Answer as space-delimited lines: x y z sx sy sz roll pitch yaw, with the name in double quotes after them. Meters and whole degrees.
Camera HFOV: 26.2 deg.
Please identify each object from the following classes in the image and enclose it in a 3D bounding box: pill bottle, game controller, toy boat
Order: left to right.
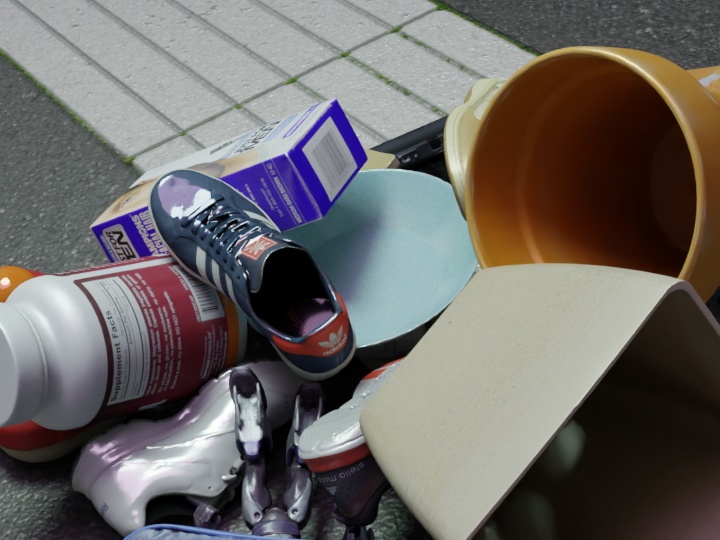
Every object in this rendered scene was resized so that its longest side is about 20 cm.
-0.269 0.052 1.241 0.130 0.131 0.200 -30 39 -22 "toy boat"
-0.190 0.053 1.134 0.200 0.113 0.113 -12 26 -44 "pill bottle"
0.067 -0.113 1.415 0.200 0.042 0.104 -24 0 -16 "game controller"

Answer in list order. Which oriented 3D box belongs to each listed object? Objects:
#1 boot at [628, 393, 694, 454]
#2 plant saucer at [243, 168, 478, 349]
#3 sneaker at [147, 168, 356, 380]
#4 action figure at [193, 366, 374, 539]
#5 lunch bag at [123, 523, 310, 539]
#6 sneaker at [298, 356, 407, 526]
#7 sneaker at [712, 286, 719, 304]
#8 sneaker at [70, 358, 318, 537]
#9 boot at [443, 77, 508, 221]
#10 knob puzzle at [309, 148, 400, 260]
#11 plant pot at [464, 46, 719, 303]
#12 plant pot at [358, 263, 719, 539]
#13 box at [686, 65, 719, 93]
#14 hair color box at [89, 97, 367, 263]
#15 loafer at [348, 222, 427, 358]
0.155 0.094 1.112 0.144 0.072 0.200 -22 36 1 "boot"
0.000 0.000 1.207 0.201 0.039 0.201 -10 43 9 "plant saucer"
-0.078 -0.012 1.106 0.200 0.085 0.075 42 74 15 "sneaker"
-0.058 0.166 1.057 0.130 0.069 0.200 3 50 -8 "action figure"
-0.067 0.240 0.923 0.200 0.132 0.136 3 62 23 "lunch bag"
0.034 0.112 1.070 0.077 0.082 0.200 -14 12 44 "sneaker"
0.302 -0.074 1.191 0.078 0.200 0.070 38 13 25 "sneaker"
-0.111 0.136 1.147 0.200 0.075 0.087 -28 60 -20 "sneaker"
0.153 -0.107 1.197 0.155 0.073 0.200 -7 23 20 "boot"
-0.071 -0.036 1.354 0.219 0.030 0.220 -28 35 22 "knob puzzle"
0.207 -0.055 1.091 0.183 0.201 0.200 -6 23 -44 "plant pot"
0.121 0.110 0.956 0.200 0.200 0.177 -50 36 -9 "plant pot"
0.266 -0.095 1.298 0.200 0.098 0.125 -7 36 9 "box"
-0.105 -0.062 1.235 0.200 0.065 0.109 -20 20 30 "hair color box"
0.033 -0.004 1.280 0.070 0.070 0.200 1 44 7 "loafer"
